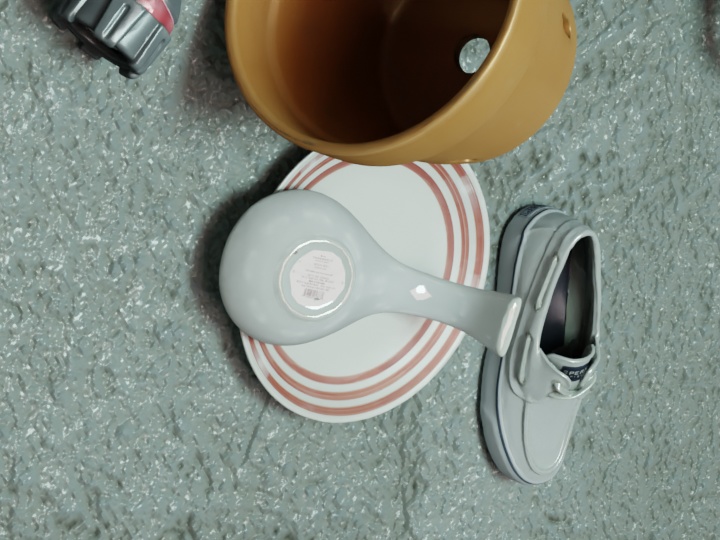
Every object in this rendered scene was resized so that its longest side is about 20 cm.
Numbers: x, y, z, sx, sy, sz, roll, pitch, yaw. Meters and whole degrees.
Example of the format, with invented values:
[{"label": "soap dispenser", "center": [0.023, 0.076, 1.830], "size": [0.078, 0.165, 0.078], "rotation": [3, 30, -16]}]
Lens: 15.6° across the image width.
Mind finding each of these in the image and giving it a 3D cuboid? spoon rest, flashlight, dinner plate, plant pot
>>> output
[{"label": "spoon rest", "center": [0.001, 0.010, 1.652], "size": [0.200, 0.061, 0.099], "rotation": [15, 95, -27]}, {"label": "flashlight", "center": [-0.095, -0.207, 1.517], "size": [0.200, 0.068, 0.068], "rotation": [-54, 156, -10]}, {"label": "dinner plate", "center": [0.000, 0.000, 1.689], "size": [0.200, 0.024, 0.200], "rotation": [-14, 114, -32]}, {"label": "plant pot", "center": [0.038, -0.147, 1.571], "size": [0.140, 0.200, 0.200], "rotation": [26, 90, -57]}]

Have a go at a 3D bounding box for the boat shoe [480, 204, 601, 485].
[{"label": "boat shoe", "center": [0.127, 0.058, 1.779], "size": [0.074, 0.065, 0.200], "rotation": [-16, 115, -33]}]
